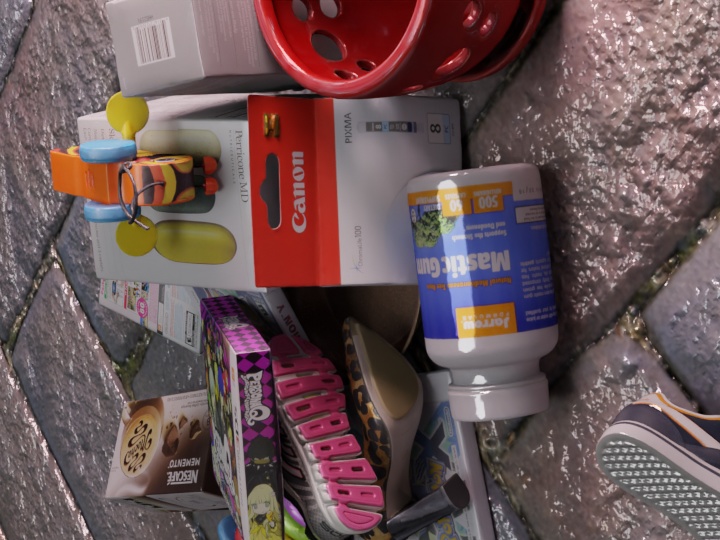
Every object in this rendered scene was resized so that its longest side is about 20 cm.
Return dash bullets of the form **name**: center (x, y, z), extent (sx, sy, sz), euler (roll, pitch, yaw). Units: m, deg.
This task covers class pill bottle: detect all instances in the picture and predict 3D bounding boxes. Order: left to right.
- **pill bottle**: center (0.103, 0.018, 1.166), extent (0.112, 0.112, 0.202), euler (-6, 92, 49)

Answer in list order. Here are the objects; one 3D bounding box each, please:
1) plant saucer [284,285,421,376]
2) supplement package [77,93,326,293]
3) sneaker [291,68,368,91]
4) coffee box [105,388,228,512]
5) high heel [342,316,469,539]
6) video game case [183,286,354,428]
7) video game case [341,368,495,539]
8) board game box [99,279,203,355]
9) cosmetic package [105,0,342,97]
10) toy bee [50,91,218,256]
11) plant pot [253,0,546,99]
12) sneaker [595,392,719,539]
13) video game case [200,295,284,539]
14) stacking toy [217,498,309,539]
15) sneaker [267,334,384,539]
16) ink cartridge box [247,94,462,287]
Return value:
- **plant saucer**: center (0.000, 0.000, 1.342), extent (0.200, 0.036, 0.202), euler (10, 103, 49)
- **supplement package**: center (-0.127, -0.076, 1.290), extent (0.199, 0.150, 0.153), euler (4, 106, 33)
- **sneaker**: center (-0.050, -0.230, 1.328), extent (0.200, 0.075, 0.114), euler (37, 120, 37)
- **coffee box**: center (-0.183, 0.196, 1.529), extent (0.199, 0.080, 0.114), euler (-13, 62, 50)
- **high heel**: center (0.003, 0.153, 1.297), extent (0.142, 0.071, 0.201), euler (-36, 79, 44)
- **video game case**: center (-0.102, 0.065, 1.398), extent (0.200, 0.023, 0.183), euler (15, 138, 55)
- **video game case**: center (0.047, 0.200, 1.332), extent (0.182, 0.022, 0.202), euler (-14, 86, 50)
- **board game box**: center (-0.207, -0.008, 1.562), extent (0.199, 0.064, 0.149), euler (22, 112, 44)
- **cosmetic package**: center (-0.102, -0.195, 1.203), extent (0.106, 0.199, 0.091), euler (-7, 95, 39)
- **toy bee**: center (-0.179, -0.070, 1.185), extent (0.200, 0.108, 0.132), euler (48, 137, 45)
- **plant pot**: center (0.042, -0.238, 1.134), extent (0.200, 0.182, 0.202), euler (8, 101, 45)
- **sneaker**: center (0.270, 0.162, 1.033), extent (0.200, 0.079, 0.079), euler (40, 135, 8)
- **video game case**: center (-0.107, 0.132, 1.270), extent (0.200, 0.036, 0.183), euler (-139, 45, -71)
- **stacking toy**: center (-0.050, 0.229, 1.368), extent (0.116, 0.109, 0.201), euler (58, 141, 29)
- **sneaker**: center (-0.049, 0.154, 1.261), extent (0.088, 0.073, 0.201), euler (-49, 57, 44)
- **ink cartridge box**: center (0.001, -0.067, 1.192), extent (0.047, 0.199, 0.161), euler (-4, 88, 51)
